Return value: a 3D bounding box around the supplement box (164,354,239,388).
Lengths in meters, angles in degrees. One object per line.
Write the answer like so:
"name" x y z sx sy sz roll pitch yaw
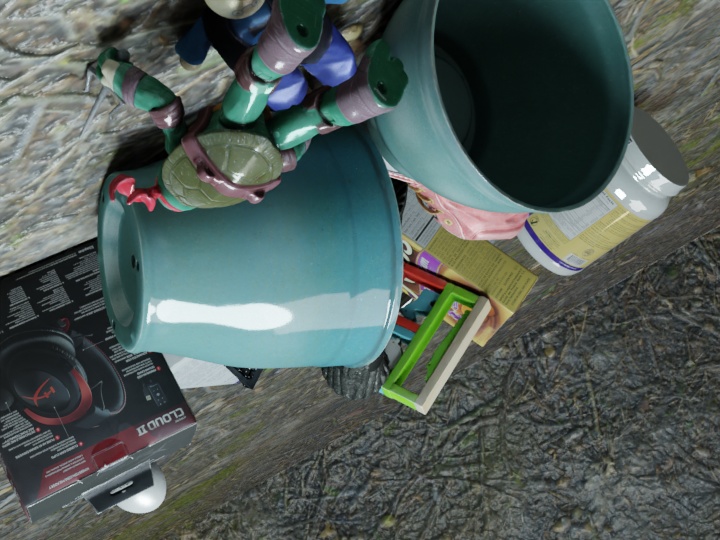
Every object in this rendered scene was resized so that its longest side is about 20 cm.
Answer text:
"supplement box" -0.156 0.051 1.144 0.103 0.101 0.200 -35 166 18

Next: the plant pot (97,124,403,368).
"plant pot" -0.095 -0.015 0.875 0.187 0.201 0.200 -5 156 -26

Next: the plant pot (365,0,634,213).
"plant pot" 0.086 -0.134 0.848 0.200 0.201 0.134 -20 -173 -37

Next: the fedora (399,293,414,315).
"fedora" 0.006 0.027 1.419 0.200 0.090 0.177 -42 169 0

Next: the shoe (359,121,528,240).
"shoe" 0.064 -0.078 0.971 0.199 0.072 0.091 8 137 -15

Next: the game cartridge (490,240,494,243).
"game cartridge" 0.135 -0.043 1.340 0.133 0.041 0.200 -54 171 14

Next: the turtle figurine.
"turtle figurine" -0.076 -0.089 0.695 0.200 0.101 0.149 -26 155 39

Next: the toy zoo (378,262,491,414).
"toy zoo" 0.013 0.047 1.149 0.131 0.200 0.020 -55 151 -19

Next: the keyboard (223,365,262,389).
"keyboard" -0.062 0.022 1.107 0.200 0.040 0.104 -63 157 -15

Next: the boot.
"boot" -0.003 0.000 1.068 0.079 0.212 0.158 6 153 4

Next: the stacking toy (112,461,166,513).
"stacking toy" -0.243 0.137 1.013 0.146 0.200 0.146 -43 157 -24

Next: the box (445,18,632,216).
"box" 0.123 -0.129 1.004 0.143 0.036 0.200 -37 129 27

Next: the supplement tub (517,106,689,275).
"supplement tub" 0.302 -0.102 1.467 0.200 0.146 0.145 -39 164 33

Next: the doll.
"doll" -0.050 -0.153 0.738 0.136 0.049 0.200 -23 162 11

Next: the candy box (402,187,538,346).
"candy box" 0.074 -0.012 1.191 0.057 0.200 0.117 -52 175 -23

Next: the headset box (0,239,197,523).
"headset box" -0.235 0.097 0.931 0.148 0.200 0.075 -26 166 -21
